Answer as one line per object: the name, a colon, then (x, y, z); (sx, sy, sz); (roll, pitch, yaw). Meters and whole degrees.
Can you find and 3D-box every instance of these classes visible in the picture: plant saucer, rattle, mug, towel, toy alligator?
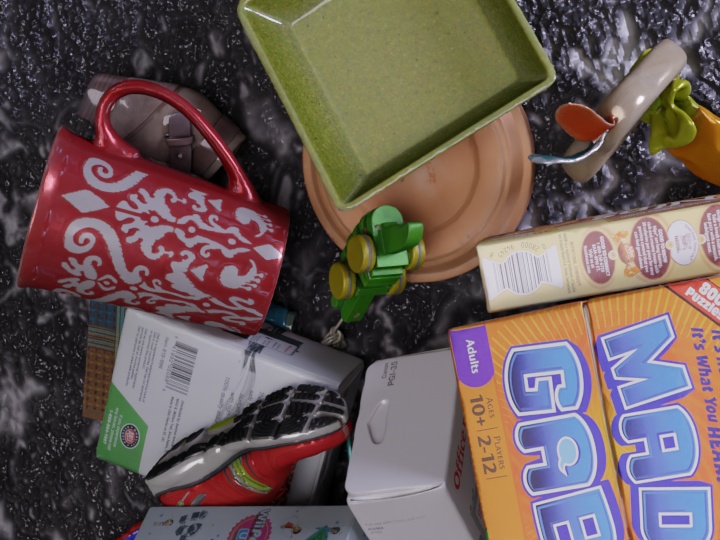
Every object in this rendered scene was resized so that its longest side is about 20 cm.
plant saucer: (0.045, -0.089, 1.149); (0.197, 0.032, 0.203); (3, 102, 16)
rattle: (0.214, -0.081, 1.012); (0.129, 0.200, 0.144); (-33, 92, 20)
mug: (-0.159, -0.040, 1.116); (0.197, 0.134, 0.179); (17, 127, -10)
towel: (-0.156, 0.085, 1.250); (0.197, 0.022, 0.149); (11, 105, 15)
toy alligator: (0.000, 0.000, 1.147); (0.200, 0.059, 0.055); (-54, 47, 51)
plant saucer: (0.029, -0.176, 1.098); (0.198, 0.048, 0.202); (-30, 76, 12)

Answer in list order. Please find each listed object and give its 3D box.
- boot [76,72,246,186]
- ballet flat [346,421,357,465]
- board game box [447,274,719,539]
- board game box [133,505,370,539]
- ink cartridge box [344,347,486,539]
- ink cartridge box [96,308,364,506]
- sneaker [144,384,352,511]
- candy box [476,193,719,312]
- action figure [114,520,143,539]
boot: (-0.190, -0.073, 1.205); (0.145, 0.070, 0.201); (26, 119, -2)
ballet flat: (0.034, 0.220, 1.205); (0.066, 0.068, 0.203); (-4, 111, 12)
board game box: (0.195, 0.120, 1.037); (0.197, 0.200, 0.203); (-12, 87, 14)
board game box: (-0.068, 0.257, 1.101); (0.198, 0.065, 0.149); (-5, 131, 28)
ink cartridge box: (0.070, 0.183, 1.097); (0.082, 0.148, 0.201); (-12, 129, 21)
ink cartridge box: (-0.111, 0.119, 1.187); (0.198, 0.083, 0.148); (20, 108, 12)
sneaker: (-0.079, 0.156, 1.112); (0.198, 0.077, 0.085); (-24, 107, 30)
candy box: (0.192, -0.015, 1.063); (0.197, 0.115, 0.056); (-9, 94, 10)
action figure: (-0.175, 0.253, 1.277); (0.199, 0.052, 0.066); (-32, 87, 24)
